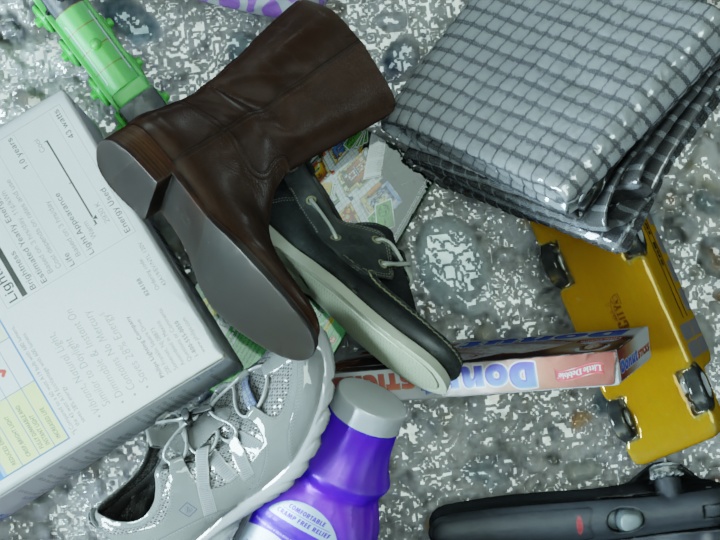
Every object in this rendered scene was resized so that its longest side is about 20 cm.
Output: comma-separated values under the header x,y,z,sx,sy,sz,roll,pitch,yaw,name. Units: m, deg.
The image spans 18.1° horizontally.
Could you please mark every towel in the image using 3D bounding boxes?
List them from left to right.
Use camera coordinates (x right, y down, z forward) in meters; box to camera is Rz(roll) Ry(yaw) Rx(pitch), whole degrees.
x,y,z,sx,sy,sz,roll,pitch,yaw,name
0.130,-0.109,1.410,0.166,0.200,0.086,-50,131,-13,towel

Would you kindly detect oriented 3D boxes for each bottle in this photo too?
x,y,z,sx,sy,sz,roll,pitch,yaw,name
-0.032,0.162,1.416,0.083,0.065,0.200,29,111,9,bottle

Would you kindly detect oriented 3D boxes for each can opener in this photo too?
x,y,z,sx,sy,sz,roll,pitch,yaw,name
0.143,0.161,1.460,0.199,0.063,0.079,-2,88,-3,can opener

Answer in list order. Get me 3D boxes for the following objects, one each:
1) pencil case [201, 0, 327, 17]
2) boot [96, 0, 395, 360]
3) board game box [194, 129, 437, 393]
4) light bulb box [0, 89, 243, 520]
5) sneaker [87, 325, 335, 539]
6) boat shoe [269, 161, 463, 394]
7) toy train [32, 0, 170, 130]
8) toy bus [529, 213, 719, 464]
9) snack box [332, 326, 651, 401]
x,y,z,sx,sy,sz,roll,pitch,yaw,name
-0.106,-0.218,1.458,0.199,0.086,0.084,12,68,-4,pencil case
-0.033,-0.062,1.379,0.186,0.064,0.200,49,53,6,boot
-0.042,-0.003,1.481,0.105,0.023,0.200,31,86,-2,board game box
-0.210,0.028,1.408,0.200,0.125,0.199,-31,83,-1,light bulb box
-0.089,0.109,1.378,0.082,0.075,0.200,27,111,-29,sneaker
0.000,0.000,1.402,0.068,0.072,0.200,-40,54,-10,boat shoe
-0.147,-0.112,1.465,0.042,0.056,0.200,-38,90,-4,toy train
0.170,0.019,1.457,0.065,0.078,0.200,-24,88,19,toy bus
0.076,0.060,1.417,0.200,0.072,0.024,-6,98,24,snack box
